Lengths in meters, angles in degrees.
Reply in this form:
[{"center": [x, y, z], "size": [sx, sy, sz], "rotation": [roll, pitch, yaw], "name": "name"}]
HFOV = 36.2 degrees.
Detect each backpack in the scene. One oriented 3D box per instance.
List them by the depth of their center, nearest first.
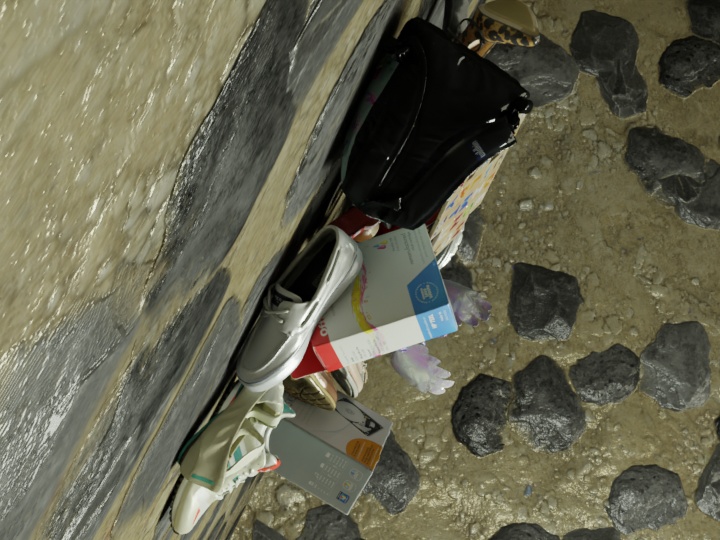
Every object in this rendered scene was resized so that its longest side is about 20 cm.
[{"center": [0.064, -0.143, 1.157], "size": [0.201, 0.166, 0.127], "rotation": [-57, -176, 18], "name": "backpack"}]

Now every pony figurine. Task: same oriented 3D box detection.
[{"center": [0.067, 0.070, 1.557], "size": [0.167, 0.192, 0.200], "rotation": [-60, 167, 5], "name": "pony figurine"}]

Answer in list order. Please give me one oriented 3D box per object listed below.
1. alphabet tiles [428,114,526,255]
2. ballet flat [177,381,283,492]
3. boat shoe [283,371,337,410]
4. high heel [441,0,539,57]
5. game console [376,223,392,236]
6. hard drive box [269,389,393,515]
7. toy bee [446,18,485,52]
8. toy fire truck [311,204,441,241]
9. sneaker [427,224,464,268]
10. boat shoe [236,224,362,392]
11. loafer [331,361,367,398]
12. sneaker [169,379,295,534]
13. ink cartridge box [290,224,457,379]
[{"center": [0.132, -0.096, 1.325], "size": [0.167, 0.008, 0.201], "rotation": [-42, 162, -47], "name": "alphabet tiles"}, {"center": [-0.124, 0.166, 1.211], "size": [0.200, 0.069, 0.070], "rotation": [-52, 170, -44], "name": "ballet flat"}, {"center": [-0.068, 0.115, 1.378], "size": [0.068, 0.072, 0.200], "rotation": [-66, 152, -23], "name": "boat shoe"}, {"center": [0.159, -0.265, 1.363], "size": [0.200, 0.071, 0.143], "rotation": [46, -40, 51], "name": "high heel"}, {"center": [0.068, -0.079, 1.609], "size": [0.200, 0.118, 0.174], "rotation": [156, -73, -72], "name": "game console"}, {"center": [-0.070, 0.214, 1.474], "size": [0.077, 0.199, 0.156], "rotation": [-61, 179, 20], "name": "hard drive box"}, {"center": [0.095, -0.186, 1.338], "size": [0.108, 0.201, 0.131], "rotation": [-26, -168, -33], "name": "toy bee"}, {"center": [0.007, -0.070, 1.360], "size": [0.167, 0.112, 0.200], "rotation": [-34, 180, -4], "name": "toy fire truck"}, {"center": [0.095, -0.097, 1.469], "size": [0.074, 0.084, 0.201], "rotation": [21, -82, 62], "name": "sneaker"}, {"center": [-0.077, 0.036, 1.196], "size": [0.201, 0.073, 0.065], "rotation": [-58, 146, -10], "name": "boat shoe"}, {"center": [-0.018, 0.108, 1.473], "size": [0.063, 0.072, 0.200], "rotation": [-41, 151, -11], "name": "loafer"}, {"center": [-0.148, 0.228, 1.288], "size": [0.201, 0.093, 0.070], "rotation": [-63, 177, -7], "name": "sneaker"}, {"center": [-0.002, 0.036, 1.253], "size": [0.067, 0.199, 0.117], "rotation": [66, 7, -58], "name": "ink cartridge box"}]
